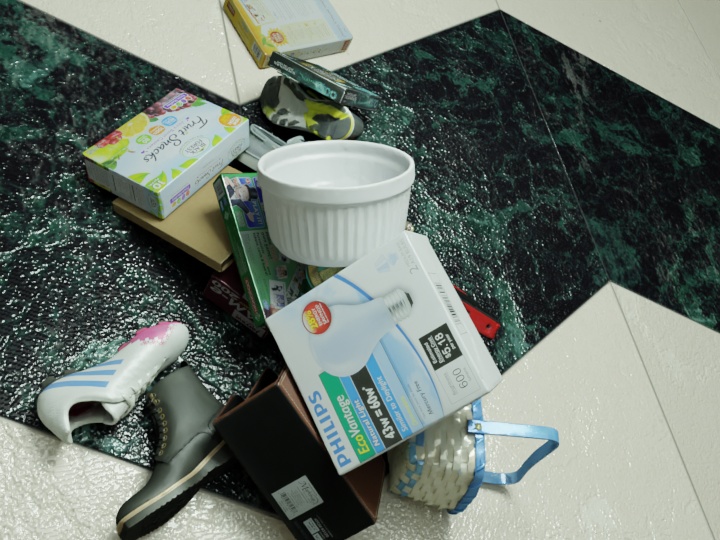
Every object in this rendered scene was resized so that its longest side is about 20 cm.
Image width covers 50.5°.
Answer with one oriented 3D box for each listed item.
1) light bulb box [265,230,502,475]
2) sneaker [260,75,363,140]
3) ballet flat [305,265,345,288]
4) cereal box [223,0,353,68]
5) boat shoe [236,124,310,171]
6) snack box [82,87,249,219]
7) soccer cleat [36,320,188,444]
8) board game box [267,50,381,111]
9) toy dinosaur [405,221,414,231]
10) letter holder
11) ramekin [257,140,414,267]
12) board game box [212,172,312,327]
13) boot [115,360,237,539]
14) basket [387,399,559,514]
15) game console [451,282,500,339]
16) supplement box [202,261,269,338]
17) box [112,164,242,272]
[{"bbox_3d":[0.029,0.093,0.885,0.201,0.198,0.124,61,15,11],"label":"light bulb box"},{"bbox_3d":[-0.080,-0.251,1.238,0.198,0.076,0.084,32,12,27],"label":"sneaker"},{"bbox_3d":[0.000,0.000,1.031,0.072,0.070,0.199,58,23,15],"label":"ballet flat"},{"bbox_3d":[-0.126,-0.442,1.362,0.197,0.040,0.146,-21,72,-35],"label":"cereal box"},{"bbox_3d":[-0.102,-0.165,1.133,0.198,0.073,0.070,27,12,27],"label":"boat shoe"},{"bbox_3d":[-0.270,-0.172,1.087,0.140,0.054,0.201,26,50,17],"label":"snack box"},{"bbox_3d":[-0.280,0.136,0.907,0.198,0.071,0.086,-29,54,-29],"label":"soccer cleat"},{"bbox_3d":[-0.053,-0.303,1.234,0.133,0.029,0.200,30,16,12],"label":"board game box"},{"bbox_3d":[0.063,0.023,1.173,0.086,0.048,0.203,24,58,-7],"label":"toy dinosaur"},{"bbox_3d":[-0.065,0.209,0.931,0.202,0.099,0.142,56,17,-10],"label":"letter holder"},{"bbox_3d":[-0.030,-0.085,0.956,0.194,0.108,0.201,0,25,0],"label":"ramekin"},{"bbox_3d":[-0.107,-0.034,1.014,0.132,0.029,0.204,-6,72,-42],"label":"board game box"},{"bbox_3d":[-0.235,0.206,0.898,0.138,0.078,0.199,45,39,10],"label":"boot"},{"bbox_3d":[0.140,0.235,0.996,0.195,0.178,0.142,12,54,-7],"label":"basket"},{"bbox_3d":[0.096,0.018,1.054,0.199,0.031,0.176,30,8,-48],"label":"game console"},{"bbox_3d":[-0.125,-0.017,1.090,0.108,0.061,0.202,34,53,-4],"label":"supplement box"},{"bbox_3d":[-0.219,-0.092,1.067,0.197,0.022,0.164,27,50,19],"label":"box"}]
